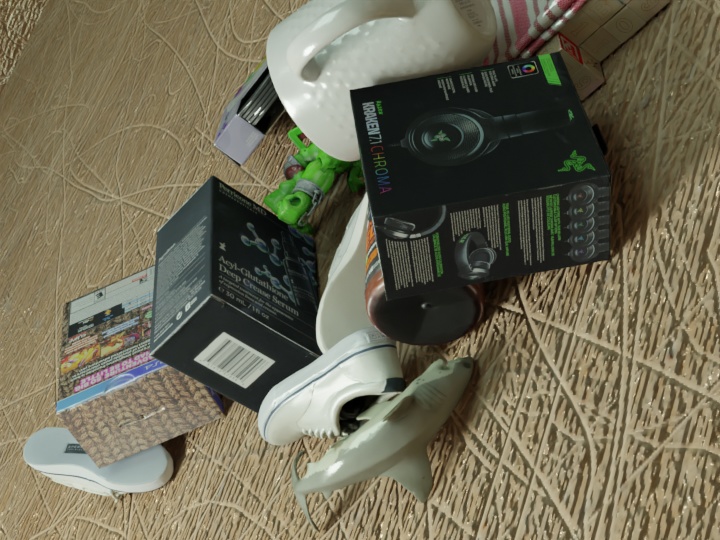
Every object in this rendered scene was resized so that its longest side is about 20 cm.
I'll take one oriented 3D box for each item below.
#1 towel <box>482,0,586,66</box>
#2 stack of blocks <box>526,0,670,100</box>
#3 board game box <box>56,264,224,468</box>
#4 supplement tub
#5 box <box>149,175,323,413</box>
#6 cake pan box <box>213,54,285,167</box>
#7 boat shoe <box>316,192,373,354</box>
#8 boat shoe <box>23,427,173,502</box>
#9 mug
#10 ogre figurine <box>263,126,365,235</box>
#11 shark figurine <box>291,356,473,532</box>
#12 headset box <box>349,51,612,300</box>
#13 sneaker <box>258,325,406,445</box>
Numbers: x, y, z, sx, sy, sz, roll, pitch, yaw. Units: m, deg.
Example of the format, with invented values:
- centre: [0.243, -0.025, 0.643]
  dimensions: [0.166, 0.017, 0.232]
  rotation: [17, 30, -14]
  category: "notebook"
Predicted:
- centre: [0.131, -0.239, 1.188]
  dimensions: [0.200, 0.030, 0.147]
  rotation: [-41, 34, 28]
  category: "towel"
- centre: [0.185, -0.212, 1.170]
  dimensions: [0.200, 0.059, 0.115]
  rotation: [-41, 33, 29]
  category: "stack of blocks"
- centre: [-0.253, 0.100, 1.459]
  dimensions: [0.159, 0.097, 0.200]
  rotation: [-23, 36, 7]
  category: "board game box"
- centre: [0.058, -0.037, 1.154]
  dimensions: [0.107, 0.107, 0.200]
  rotation: [-37, 35, 34]
  category: "supplement tub"
- centre: [-0.131, 0.025, 1.348]
  dimensions: [0.107, 0.148, 0.200]
  rotation: [-42, 33, 26]
  category: "box"
- centre: [-0.111, -0.238, 1.624]
  dimensions: [0.184, 0.052, 0.200]
  rotation: [-51, 14, 18]
  category: "cake pan box"
- centre: [0.000, 0.000, 1.257]
  dimensions: [0.069, 0.072, 0.201]
  rotation: [135, 149, -68]
  category: "boat shoe"
- centre: [-0.294, 0.236, 1.484]
  dimensions: [0.201, 0.086, 0.075]
  rotation: [0, 53, 25]
  category: "boat shoe"
- centre: [0.014, -0.201, 1.121]
  dimensions: [0.175, 0.200, 0.148]
  rotation: [-28, 79, 30]
  category: "mug"
- centre: [-0.050, -0.106, 1.390]
  dimensions: [0.120, 0.098, 0.200]
  rotation: [-53, -12, 3]
  category: "ogre figurine"
- centre: [0.015, 0.165, 1.066]
  dimensions: [0.214, 0.090, 0.128]
  rotation: [-38, 0, 18]
  category: "shark figurine"
- centre: [0.102, -0.082, 1.045]
  dimensions: [0.199, 0.093, 0.174]
  rotation: [-9, 43, 1]
  category: "headset box"
- centre: [-0.031, 0.126, 1.177]
  dimensions: [0.200, 0.073, 0.071]
  rotation: [-44, 53, 44]
  category: "sneaker"
